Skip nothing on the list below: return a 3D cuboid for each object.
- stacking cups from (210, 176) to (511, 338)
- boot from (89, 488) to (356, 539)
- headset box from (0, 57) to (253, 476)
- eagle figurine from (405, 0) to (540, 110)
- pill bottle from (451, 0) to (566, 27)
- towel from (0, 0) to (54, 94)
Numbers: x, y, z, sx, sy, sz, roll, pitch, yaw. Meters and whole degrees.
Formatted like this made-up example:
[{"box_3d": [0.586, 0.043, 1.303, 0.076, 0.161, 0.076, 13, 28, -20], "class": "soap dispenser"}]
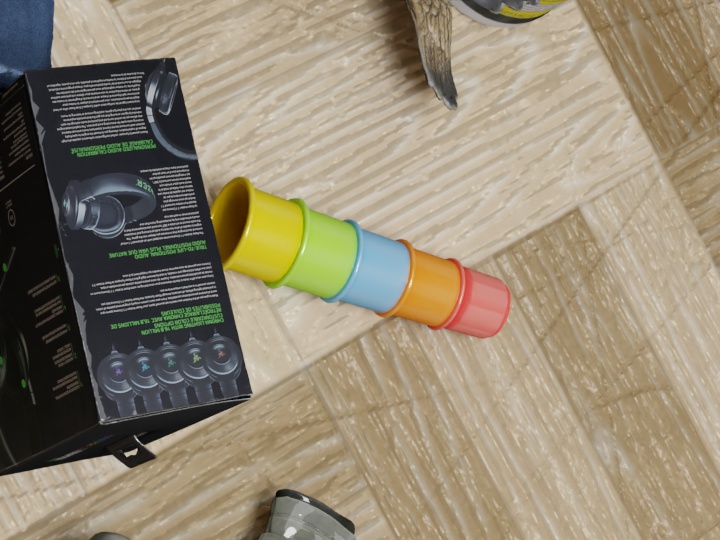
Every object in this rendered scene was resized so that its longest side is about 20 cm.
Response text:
[{"box_3d": [0.000, 0.000, 1.355, 0.199, 0.060, 0.061, 19, 67, -31], "class": "stacking cups"}, {"box_3d": [-0.068, 0.178, 1.261, 0.200, 0.068, 0.131, 42, 55, -23], "class": "boot"}, {"box_3d": [-0.150, 0.009, 1.186, 0.092, 0.174, 0.201, -8, 80, -31], "class": "headset box"}, {"box_3d": [0.027, -0.216, 1.378, 0.200, 0.152, 0.151, 36, 97, 1], "class": "eagle figurine"}, {"box_3d": [0.134, -0.240, 1.409, 0.114, 0.200, 0.115, 8, 73, -28], "class": "pill bottle"}, {"box_3d": [-0.271, -0.160, 1.235, 0.199, 0.049, 0.112, 16, 59, -25], "class": "towel"}]
